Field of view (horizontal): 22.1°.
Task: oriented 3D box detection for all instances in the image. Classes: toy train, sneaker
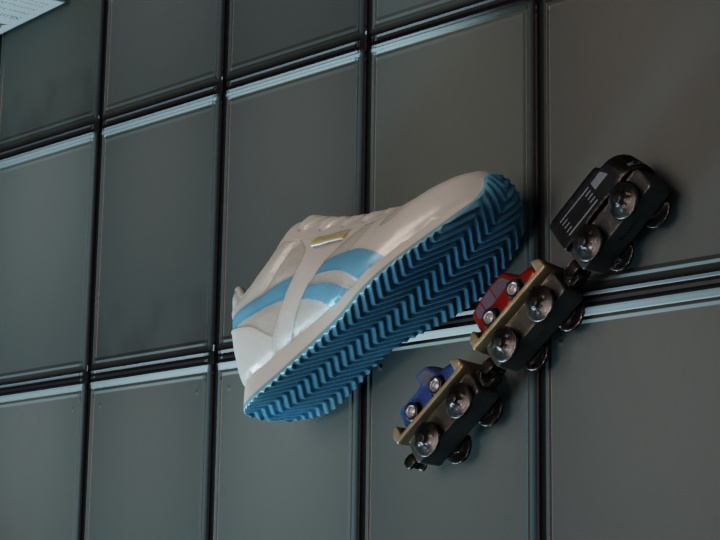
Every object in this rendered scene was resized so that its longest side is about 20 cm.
[{"bbox_3d":[0.078,0.022,0.906,0.200,0.034,0.046,-53,45,24],"label":"toy train"},{"bbox_3d":[0.000,0.000,0.963,0.200,0.076,0.081,-37,54,32],"label":"sneaker"}]

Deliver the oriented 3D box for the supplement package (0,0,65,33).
[{"bbox_3d":[-0.325,-0.244,1.294,0.200,0.152,0.151,-15,71,43],"label":"supplement package"}]
